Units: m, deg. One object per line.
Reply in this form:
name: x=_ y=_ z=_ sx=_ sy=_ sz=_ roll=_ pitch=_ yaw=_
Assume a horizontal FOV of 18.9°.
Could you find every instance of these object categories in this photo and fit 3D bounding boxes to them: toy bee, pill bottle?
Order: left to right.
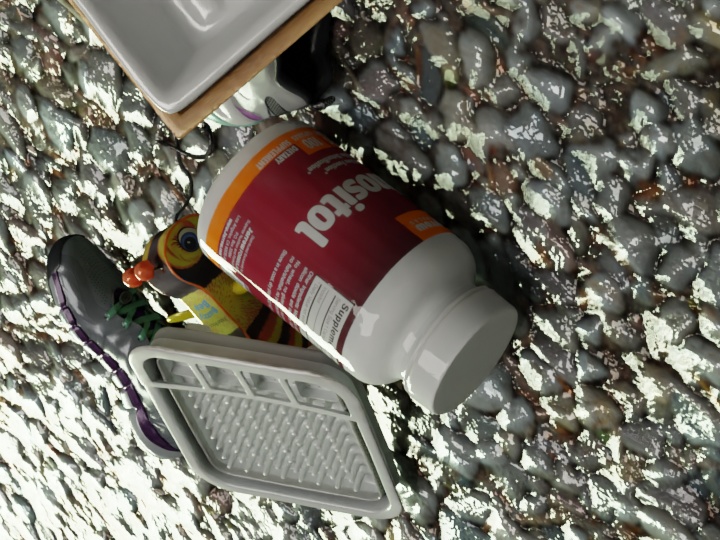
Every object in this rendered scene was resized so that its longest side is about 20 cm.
toy bee: x=-0.113 y=0.004 z=1.529 sx=0.200 sy=0.109 sz=0.131 roll=45 pitch=143 yaw=13
pill bottle: x=0.000 y=0.000 z=1.399 sx=0.200 sy=0.113 sz=0.113 roll=38 pitch=139 yaw=20

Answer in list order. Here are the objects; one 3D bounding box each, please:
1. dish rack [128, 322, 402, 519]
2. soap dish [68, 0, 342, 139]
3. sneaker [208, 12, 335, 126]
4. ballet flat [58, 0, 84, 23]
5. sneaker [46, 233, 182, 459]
dish rack: x=-0.059 y=0.102 z=1.525 sx=0.172 sy=0.044 sz=0.200 roll=8 pitch=147 yaw=20
soap dish: x=-0.079 y=-0.202 z=1.298 sx=0.200 sy=0.081 sz=0.157 roll=-39 pitch=86 yaw=15
sneaker: x=-0.072 y=-0.188 z=1.378 sx=0.140 sy=0.078 sz=0.200 roll=-1 pitch=125 yaw=46
ballet flat: x=-0.199 y=-0.217 z=1.511 sx=0.200 sy=0.067 sz=0.062 roll=41 pitch=170 yaw=23
sneaker: x=-0.159 y=0.051 z=1.657 sx=0.087 sy=0.074 sz=0.200 roll=-14 pitch=116 yaw=37
